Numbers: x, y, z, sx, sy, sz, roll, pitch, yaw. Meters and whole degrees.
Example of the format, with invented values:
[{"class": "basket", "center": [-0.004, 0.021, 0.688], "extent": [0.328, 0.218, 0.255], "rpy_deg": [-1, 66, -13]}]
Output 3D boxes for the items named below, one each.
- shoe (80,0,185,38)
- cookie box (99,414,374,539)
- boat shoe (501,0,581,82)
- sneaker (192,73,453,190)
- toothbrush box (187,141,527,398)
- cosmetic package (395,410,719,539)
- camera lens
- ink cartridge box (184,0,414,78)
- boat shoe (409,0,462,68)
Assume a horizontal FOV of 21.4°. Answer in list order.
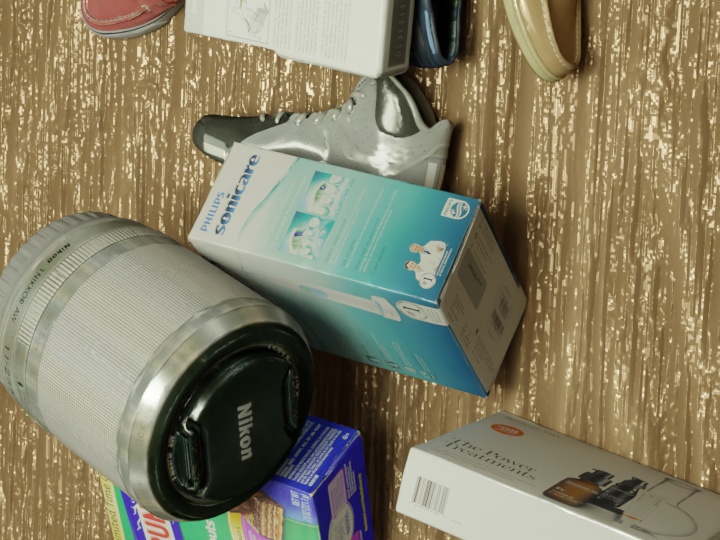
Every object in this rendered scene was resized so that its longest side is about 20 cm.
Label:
[{"class": "shoe", "center": [-0.153, -0.236, 1.439], "extent": [0.199, 0.091, 0.072], "rpy_deg": [-24, 84, 28]}, {"class": "cookie box", "center": [-0.093, 0.176, 1.422], "extent": [0.199, 0.075, 0.172], "rpy_deg": [15, 132, 27]}, {"class": "boat shoe", "center": [0.132, -0.231, 1.299], "extent": [0.064, 0.071, 0.202], "rpy_deg": [-8, 90, 29]}, {"class": "sneaker", "center": [-0.021, -0.113, 1.400], "extent": [0.199, 0.075, 0.116], "rpy_deg": [19, 99, 15]}, {"class": "toothbrush box", "center": [0.000, 0.000, 1.342], "extent": [0.199, 0.147, 0.086], "rpy_deg": [13, 66, 27]}, {"class": "cosmetic package", "center": [0.146, 0.161, 1.287], "extent": [0.199, 0.151, 0.052], "rpy_deg": [20, 103, 24]}, {"class": "camera lens", "center": [-0.142, 0.064, 1.306], "extent": [0.199, 0.159, 0.161], "rpy_deg": [31, 109, 37]}, {"class": "ink cartridge box", "center": [-0.039, -0.249, 1.329], "extent": [0.173, 0.043, 0.202], "rpy_deg": [17, 111, 32]}, {"class": "boat shoe", "center": [0.062, -0.241, 1.336], "extent": [0.068, 0.084, 0.202], "rpy_deg": [23, 121, 43]}]
